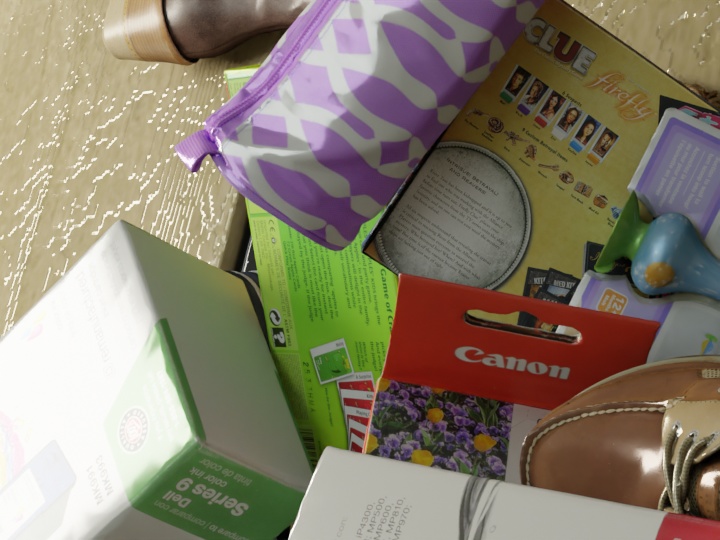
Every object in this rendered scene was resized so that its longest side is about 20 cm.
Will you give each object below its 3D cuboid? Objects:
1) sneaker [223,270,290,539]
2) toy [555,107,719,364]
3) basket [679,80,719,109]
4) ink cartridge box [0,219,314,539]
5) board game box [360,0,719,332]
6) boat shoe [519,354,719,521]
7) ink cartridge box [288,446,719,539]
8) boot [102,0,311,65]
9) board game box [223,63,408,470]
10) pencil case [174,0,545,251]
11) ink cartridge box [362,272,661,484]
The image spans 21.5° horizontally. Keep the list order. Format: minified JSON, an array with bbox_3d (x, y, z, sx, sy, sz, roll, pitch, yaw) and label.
[{"bbox_3d":[-0.052,0.094,1.001,0.070,0.108,0.202,-9,93,37],"label":"sneaker"},{"bbox_3d":[0.185,0.026,0.742,0.199,0.047,0.116,27,88,13],"label":"toy"},{"bbox_3d":[0.067,-0.023,0.943,0.199,0.148,0.144,12,110,46],"label":"basket"},{"bbox_3d":[-0.131,0.101,0.889,0.200,0.087,0.146,-43,45,21],"label":"ink cartridge box"},{"bbox_3d":[0.119,-0.008,0.804,0.136,0.199,0.035,-55,4,6],"label":"board game box"},{"bbox_3d":[0.136,0.068,0.659,0.199,0.072,0.076,-6,90,38],"label":"boat shoe"},{"bbox_3d":[0.085,0.131,0.639,0.199,0.146,0.083,6,71,44],"label":"ink cartridge box"},{"bbox_3d":[-0.075,-0.222,1.196,0.165,0.072,0.201,-7,62,28],"label":"boot"},{"bbox_3d":[0.000,0.000,0.876,0.101,0.047,0.202,0,101,48],"label":"board game box"},{"bbox_3d":[0.018,-0.104,0.763,0.201,0.085,0.084,-54,41,10],"label":"pencil case"},{"bbox_3d":[0.052,0.092,0.783,0.108,0.201,0.051,10,49,2],"label":"ink cartridge box"}]
